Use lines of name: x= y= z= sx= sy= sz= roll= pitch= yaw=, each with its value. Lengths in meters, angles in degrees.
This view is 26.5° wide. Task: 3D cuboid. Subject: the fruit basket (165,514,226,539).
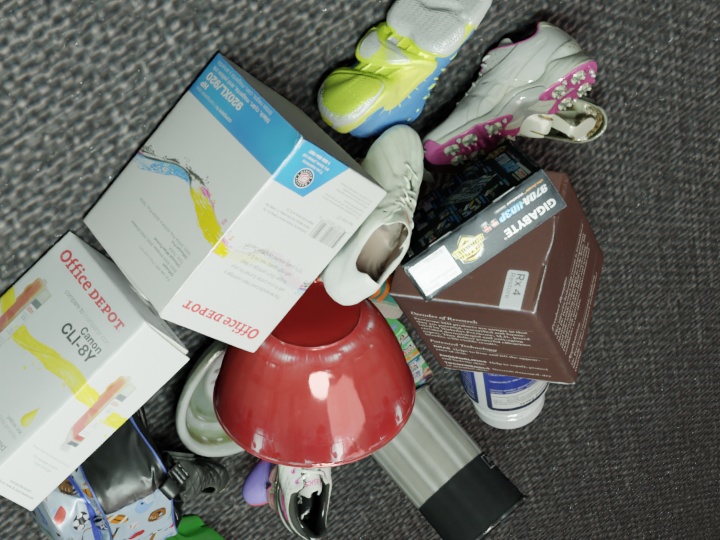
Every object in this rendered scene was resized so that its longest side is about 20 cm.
fruit basket: x=-0.234 y=0.401 z=1.732 sx=0.216 sy=0.155 sz=0.216 roll=-44 pitch=157 yaw=-24

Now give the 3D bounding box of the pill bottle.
pill bottle: x=0.177 y=0.107 z=1.893 sx=0.116 sy=0.116 sz=0.200 roll=-34 pitch=146 yaw=-15

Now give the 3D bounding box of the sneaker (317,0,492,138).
sneaker: x=0.047 y=-0.201 z=1.471 sx=0.200 sy=0.076 sz=0.105 roll=-37 pitch=159 yaw=2

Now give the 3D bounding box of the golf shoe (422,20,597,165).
golf shoe: x=0.143 y=-0.182 z=1.579 sx=0.200 sy=0.092 sz=0.075 roll=-30 pitch=159 yaw=-3

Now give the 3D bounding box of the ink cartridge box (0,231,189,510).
ink cartridge box: x=-0.275 y=0.087 z=1.360 sx=0.200 sy=0.145 sz=0.083 roll=-44 pitch=145 yaw=-2

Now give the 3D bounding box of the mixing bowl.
mixing bowl: x=-0.045 y=0.080 z=1.467 sx=0.200 sy=0.200 sz=0.109 roll=-26 pitch=138 yaw=-26

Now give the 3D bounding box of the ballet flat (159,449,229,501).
ballet flat: x=-0.187 y=0.226 z=1.643 sx=0.200 sy=0.066 sz=0.057 roll=54 pitch=44 yaw=-77

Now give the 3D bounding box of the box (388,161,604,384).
box: x=0.153 y=0.005 z=1.660 sx=0.200 sy=0.164 sz=0.166 roll=53 pitch=49 yaw=-56

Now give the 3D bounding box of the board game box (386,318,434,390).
board game box: x=-0.011 y=0.154 z=1.821 sx=0.200 sy=0.029 sz=0.135 roll=-41 pitch=146 yaw=-6

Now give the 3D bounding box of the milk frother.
milk frother: x=0.068 y=0.281 z=1.889 sx=0.200 sy=0.188 sz=0.181 roll=-38 pitch=168 yaw=-15

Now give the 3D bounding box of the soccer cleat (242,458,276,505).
soccer cleat: x=-0.062 y=0.183 z=1.727 sx=0.200 sy=0.067 sz=0.077 roll=-38 pitch=124 yaw=-5

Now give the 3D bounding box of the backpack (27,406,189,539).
backpack: x=-0.252 y=0.197 z=1.474 sx=0.154 sy=0.200 sz=0.191 roll=-28 pitch=148 yaw=-9

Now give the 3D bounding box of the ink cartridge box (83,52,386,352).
ink cartridge box: x=-0.114 y=-0.057 z=1.375 sx=0.200 sy=0.145 sz=0.147 roll=-50 pitch=146 yaw=8

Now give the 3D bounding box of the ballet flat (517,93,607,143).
ballet flat: x=0.200 y=-0.171 z=1.662 sx=0.200 sy=0.064 sz=0.068 roll=-3 pitch=128 yaw=-45

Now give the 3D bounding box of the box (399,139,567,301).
box: x=0.106 y=-0.053 z=1.488 sx=0.159 sy=0.200 sz=0.046 roll=-35 pitch=103 yaw=4

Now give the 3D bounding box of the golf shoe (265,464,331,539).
golf shoe: x=-0.059 y=0.196 z=1.637 sx=0.072 sy=0.092 sz=0.201 roll=-16 pitch=120 yaw=-22

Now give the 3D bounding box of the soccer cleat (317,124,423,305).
soccer cleat: x=0.026 y=-0.054 z=1.429 sx=0.069 sy=0.077 sz=0.200 roll=38 pitch=60 yaw=-27

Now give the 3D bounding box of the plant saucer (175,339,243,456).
plant saucer: x=-0.121 y=0.110 z=1.635 sx=0.200 sy=0.050 sz=0.200 roll=-28 pitch=143 yaw=-23

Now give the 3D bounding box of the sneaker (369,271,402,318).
sneaker: x=0.000 y=0.000 z=1.635 sx=0.200 sy=0.071 sz=0.080 roll=7 pitch=119 yaw=-58

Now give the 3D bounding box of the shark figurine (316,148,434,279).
shark figurine: x=-0.020 y=-0.055 z=1.538 sx=0.215 sy=0.128 sz=0.090 roll=-53 pitch=147 yaw=-38
